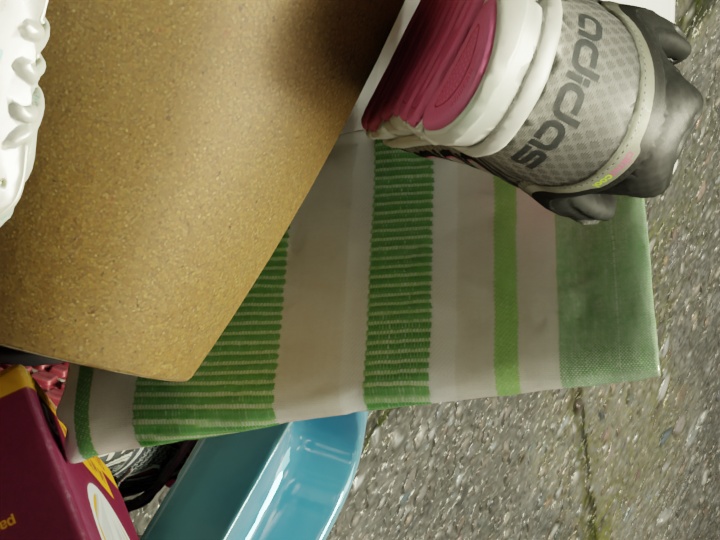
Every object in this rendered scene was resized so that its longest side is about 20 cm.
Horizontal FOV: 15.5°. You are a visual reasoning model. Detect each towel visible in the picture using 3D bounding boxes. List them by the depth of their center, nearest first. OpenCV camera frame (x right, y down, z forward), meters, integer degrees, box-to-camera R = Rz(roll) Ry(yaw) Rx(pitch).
[{"bbox_3d":[0.000,0.000,0.900,0.153,0.199,0.023,-86,165,-51],"label":"towel"}]

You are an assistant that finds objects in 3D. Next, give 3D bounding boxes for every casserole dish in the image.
[{"bbox_3d":[-0.054,0.112,1.055,0.121,0.039,0.200,83,31,-57],"label":"casserole dish"}]

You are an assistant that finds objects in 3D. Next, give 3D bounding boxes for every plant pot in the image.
[{"bbox_3d":[-0.075,-0.073,0.833,0.186,0.186,0.201,11,94,-63],"label":"plant pot"}]

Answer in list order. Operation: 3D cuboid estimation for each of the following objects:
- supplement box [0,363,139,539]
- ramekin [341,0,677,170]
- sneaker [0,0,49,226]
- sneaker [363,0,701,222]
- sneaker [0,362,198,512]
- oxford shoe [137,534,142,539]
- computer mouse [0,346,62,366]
[{"bbox_3d":[-0.102,0.149,0.879,0.085,0.201,0.110,-25,153,1],"label":"supplement box"},{"bbox_3d":[0.031,-0.098,1.041,0.200,0.200,0.098,-25,127,-53],"label":"ramekin"},{"bbox_3d":[-0.114,-0.060,0.730,0.201,0.080,0.070,-54,-178,10],"label":"sneaker"},{"bbox_3d":[0.058,-0.057,0.844,0.074,0.087,0.200,-64,-172,4],"label":"sneaker"},{"bbox_3d":[-0.110,0.068,1.040,0.200,0.080,0.075,-12,125,-59],"label":"sneaker"},{"bbox_3d":[-0.100,0.137,1.124,0.058,0.075,0.200,-57,161,-3],"label":"oxford shoe"},{"bbox_3d":[-0.067,-0.020,1.030,0.200,0.138,0.053,-24,110,-37],"label":"computer mouse"}]
